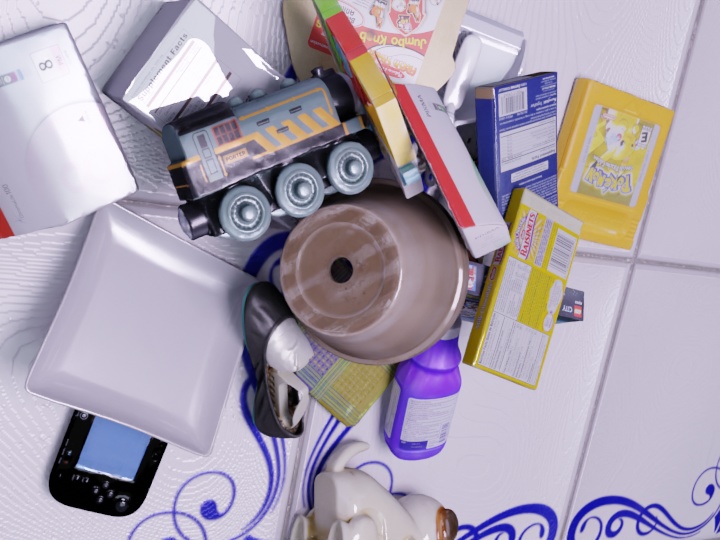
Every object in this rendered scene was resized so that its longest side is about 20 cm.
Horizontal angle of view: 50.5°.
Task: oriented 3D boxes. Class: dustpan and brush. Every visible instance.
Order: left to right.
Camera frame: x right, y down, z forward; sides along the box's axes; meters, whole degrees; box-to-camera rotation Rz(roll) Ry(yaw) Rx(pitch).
[{"bbox_3d":[0.103,-0.193,0.856,0.138,0.057,0.203,17,98,-11],"label":"dustpan and brush"}]

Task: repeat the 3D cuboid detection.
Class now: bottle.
[{"bbox_3d":[0.081,0.141,0.937,0.082,0.065,0.202,-5,123,-21],"label":"bottle"}]

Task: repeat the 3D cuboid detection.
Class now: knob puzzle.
[{"bbox_3d":[0.009,-0.246,0.815,0.216,0.030,0.223,-3,105,-10],"label":"knob puzzle"}]

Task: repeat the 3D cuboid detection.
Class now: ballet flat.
[{"bbox_3d":[-0.084,0.104,0.836,0.068,0.068,0.202,-41,140,-44],"label":"ballet flat"}]

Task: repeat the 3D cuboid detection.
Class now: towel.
[{"bbox_3d":[-0.023,0.086,0.917,0.144,0.023,0.200,-48,120,-7],"label":"towel"}]

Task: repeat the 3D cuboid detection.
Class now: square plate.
[{"bbox_3d":[-0.208,0.061,0.766,0.199,0.028,0.200,30,63,-32],"label":"square plate"}]

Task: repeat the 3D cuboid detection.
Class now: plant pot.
[{"bbox_3d":[0.000,0.000,0.755,0.197,0.173,0.203,0,89,15],"label":"plant pot"}]

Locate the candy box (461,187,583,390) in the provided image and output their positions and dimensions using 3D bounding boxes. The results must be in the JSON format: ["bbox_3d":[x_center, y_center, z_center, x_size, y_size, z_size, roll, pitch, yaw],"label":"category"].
[{"bbox_3d":[0.182,0.022,0.847,0.101,0.026,0.203,23,81,-28],"label":"candy box"}]

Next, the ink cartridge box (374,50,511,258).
[{"bbox_3d":[0.082,-0.109,0.720,0.050,0.200,0.163,-26,74,6],"label":"ink cartridge box"}]

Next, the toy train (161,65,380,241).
[{"bbox_3d":[-0.076,-0.102,0.666,0.198,0.085,0.115,-26,106,-21],"label":"toy train"}]

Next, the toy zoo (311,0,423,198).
[{"bbox_3d":[0.011,-0.155,0.700,0.020,0.201,0.132,-26,147,1],"label":"toy zoo"}]

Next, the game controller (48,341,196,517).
[{"bbox_3d":[-0.250,0.161,0.805,0.103,0.042,0.202,20,94,-32],"label":"game controller"}]

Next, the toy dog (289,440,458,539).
[{"bbox_3d":[0.025,0.329,0.967,0.198,0.139,0.196,19,59,-30],"label":"toy dog"}]

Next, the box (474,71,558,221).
[{"bbox_3d":[0.182,-0.116,0.871,0.120,0.032,0.203,-21,114,-38],"label":"box"}]

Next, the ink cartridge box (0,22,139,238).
[{"bbox_3d":[-0.323,-0.108,0.680,0.199,0.057,0.164,-30,117,-22],"label":"ink cartridge box"}]

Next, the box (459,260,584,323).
[{"bbox_3d":[0.153,0.034,0.927,0.198,0.136,0.038,13,74,-31],"label":"box"}]

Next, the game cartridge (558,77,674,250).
[{"bbox_3d":[0.333,-0.139,1.035,0.174,0.032,0.203,9,100,-30],"label":"game cartridge"}]

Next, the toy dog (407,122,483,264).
[{"bbox_3d":[0.125,-0.079,0.902,0.130,0.096,0.203,-15,112,-24],"label":"toy dog"}]

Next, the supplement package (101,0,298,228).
[{"bbox_3d":[-0.127,-0.149,0.734,0.199,0.113,0.110,37,85,-31],"label":"supplement package"}]
